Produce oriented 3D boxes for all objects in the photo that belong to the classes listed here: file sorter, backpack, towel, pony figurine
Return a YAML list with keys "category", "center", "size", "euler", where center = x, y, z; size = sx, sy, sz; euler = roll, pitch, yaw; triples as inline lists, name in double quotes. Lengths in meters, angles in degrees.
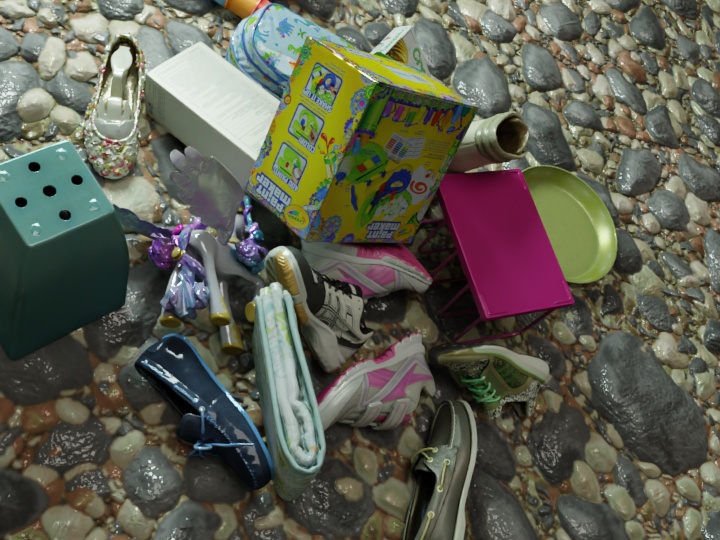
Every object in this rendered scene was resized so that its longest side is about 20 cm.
- category: "file sorter"
  center: [0.164, -0.014, 1.096]
  size: [0.138, 0.126, 0.202]
  euler: [-7, 67, -26]
- category: "backpack"
  center: [-0.088, -0.265, 1.110]
  size: [0.198, 0.154, 0.164]
  euler: [23, 63, 2]
- category: "towel"
  center: [-0.081, 0.134, 0.879]
  size: [0.048, 0.171, 0.202]
  euler: [-7, 68, -11]
- category: "pony figurine"
  center: [-0.183, -0.026, 0.944]
  size: [0.193, 0.165, 0.202]
  euler: [32, 45, -47]

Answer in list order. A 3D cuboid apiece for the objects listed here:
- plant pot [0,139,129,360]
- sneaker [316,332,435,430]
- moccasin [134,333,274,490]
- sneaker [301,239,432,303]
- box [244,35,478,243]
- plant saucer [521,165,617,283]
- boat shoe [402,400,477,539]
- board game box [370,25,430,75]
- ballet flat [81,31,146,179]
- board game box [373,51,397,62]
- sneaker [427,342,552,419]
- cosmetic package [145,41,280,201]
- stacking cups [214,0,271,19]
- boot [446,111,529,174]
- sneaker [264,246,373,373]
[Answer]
- category: "plant pot"
  center: [-0.322, -0.031, 0.834]
  size: [0.141, 0.200, 0.142]
  euler: [-30, 80, -34]
- category: "sneaker"
  center: [0.021, 0.150, 0.971]
  size: [0.199, 0.081, 0.089]
  euler: [-26, 78, -35]
- category: "moccasin"
  center: [-0.174, 0.164, 0.888]
  size: [0.068, 0.081, 0.200]
  euler: [-30, 66, -35]
- category: "sneaker"
  center: [0.000, 0.000, 1.037]
  size: [0.198, 0.089, 0.082]
  euler: [16, 23, -29]
- category: "box"
  center: [0.003, -0.143, 0.955]
  size: [0.122, 0.194, 0.199]
  euler: [39, 24, 31]
- category: "plant saucer"
  center: [0.301, -0.067, 1.244]
  size: [0.198, 0.031, 0.202]
  euler: [11, 61, -20]
- category: "boat shoe"
  center: [0.091, 0.244, 0.964]
  size: [0.060, 0.072, 0.204]
  euler: [21, 62, -19]
- category: "board game box"
  center: [0.065, -0.220, 1.142]
  size: [0.127, 0.034, 0.201]
  euler: [-53, 130, -35]
- category: "ballet flat"
  center: [-0.306, -0.212, 1.015]
  size: [0.075, 0.064, 0.202]
  euler: [4, 64, -16]
- category: "board game box"
  center: [0.005, -0.181, 1.069]
  size: [0.095, 0.201, 0.030]
  euler: [25, 22, -24]
- category: "sneaker"
  center: [0.167, 0.143, 1.039]
  size: [0.199, 0.077, 0.090]
  euler: [17, 75, -32]
- category: "cosmetic package"
  center: [-0.169, -0.192, 1.040]
  size: [0.200, 0.073, 0.103]
  euler: [40, 55, 12]
- category: "stacking cups"
  center: [-0.197, -0.411, 1.167]
  size: [0.199, 0.061, 0.061]
  euler: [30, 56, -9]
- category: "boot"
  center: [0.159, -0.168, 1.104]
  size: [0.199, 0.153, 0.073]
  euler: [-19, 96, -57]
- category: "sneaker"
  center: [-0.044, 0.030, 0.944]
  size: [0.087, 0.201, 0.076]
  euler: [-34, 49, -11]
